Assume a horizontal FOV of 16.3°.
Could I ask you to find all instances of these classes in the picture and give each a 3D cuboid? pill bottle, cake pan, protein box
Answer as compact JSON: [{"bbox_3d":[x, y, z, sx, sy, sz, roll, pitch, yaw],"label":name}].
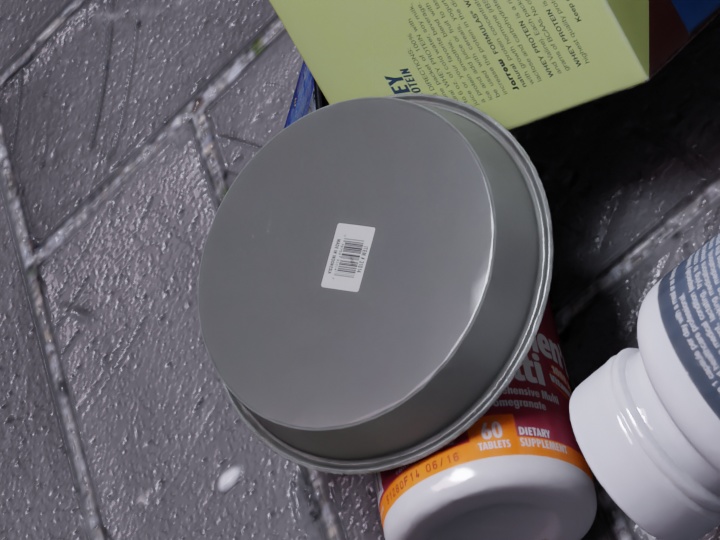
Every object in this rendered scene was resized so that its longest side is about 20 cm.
[{"bbox_3d":[0.051,0.051,1.301,0.109,0.109,0.201,-33,50,30],"label":"pill bottle"},{"bbox_3d":[0.197,0.032,1.142,0.200,0.119,0.120,-40,47,24],"label":"pill bottle"},{"bbox_3d":[0.000,0.000,1.251,0.199,0.037,0.201,-12,66,28],"label":"cake pan"},{"bbox_3d":[0.060,-0.184,1.294,0.200,0.199,0.135,-18,18,45],"label":"protein box"}]

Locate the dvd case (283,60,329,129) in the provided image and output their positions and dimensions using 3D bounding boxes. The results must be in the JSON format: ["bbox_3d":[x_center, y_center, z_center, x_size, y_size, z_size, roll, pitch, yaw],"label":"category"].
[{"bbox_3d":[-0.031,-0.019,1.405,0.201,0.017,0.143,-95,18,-49],"label":"dvd case"}]
